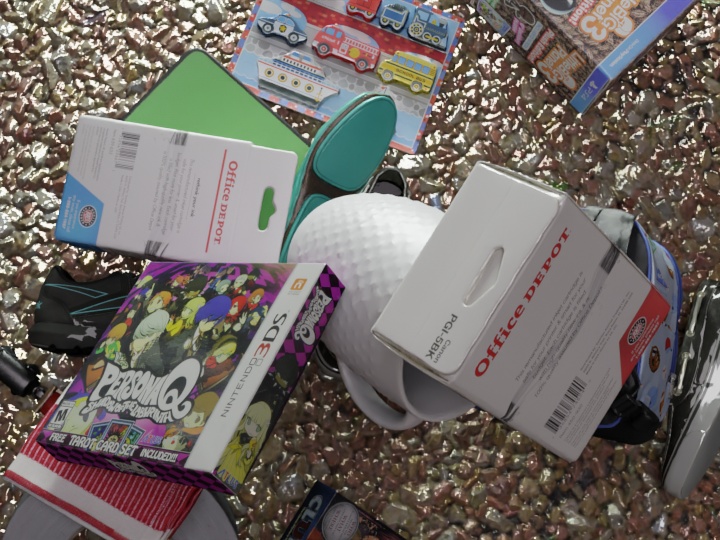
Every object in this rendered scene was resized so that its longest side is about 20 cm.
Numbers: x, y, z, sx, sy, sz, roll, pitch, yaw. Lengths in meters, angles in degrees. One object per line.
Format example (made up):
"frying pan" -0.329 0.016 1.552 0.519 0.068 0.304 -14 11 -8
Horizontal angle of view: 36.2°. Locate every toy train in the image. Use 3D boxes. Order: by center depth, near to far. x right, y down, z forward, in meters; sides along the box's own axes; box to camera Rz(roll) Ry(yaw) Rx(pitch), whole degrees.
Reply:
"toy train" -0.254 0.130 0.973 0.200 0.046 0.034 37 78 3

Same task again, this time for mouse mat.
"mouse mat" -0.137 -0.095 1.043 0.200 0.008 0.161 42 82 2

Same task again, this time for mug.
"mug" 0.025 0.038 0.898 0.148 0.200 0.175 -18 36 -37

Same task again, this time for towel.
"towel" -0.172 0.117 0.892 0.144 0.023 0.200 26 59 12

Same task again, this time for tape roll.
"tape roll" -0.199 0.246 0.920 0.200 0.066 0.201 -1 93 -9

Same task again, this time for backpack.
"backpack" 0.192 0.044 0.955 0.200 0.154 0.191 7 81 35

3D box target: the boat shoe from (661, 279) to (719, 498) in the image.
"boat shoe" 0.308 0.107 1.011 0.064 0.071 0.200 19 86 32

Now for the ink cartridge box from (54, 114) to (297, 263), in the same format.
"ink cartridge box" -0.160 -0.063 0.995 0.200 0.067 0.116 10 83 3

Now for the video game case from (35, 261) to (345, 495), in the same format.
"video game case" -0.129 0.072 0.831 0.036 0.200 0.181 53 53 -37

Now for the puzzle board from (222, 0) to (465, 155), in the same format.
"puzzle board" -0.014 -0.215 1.077 0.200 0.017 0.151 21 78 0

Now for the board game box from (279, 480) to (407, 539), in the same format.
"board game box" -0.038 0.297 0.930 0.135 0.035 0.200 40 76 -31

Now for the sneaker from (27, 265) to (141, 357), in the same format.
"sneaker" -0.193 0.040 0.982 0.200 0.075 0.079 6 76 -4

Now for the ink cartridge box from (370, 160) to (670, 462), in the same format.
"ink cartridge box" 0.120 0.034 0.789 0.083 0.200 0.147 31 87 42

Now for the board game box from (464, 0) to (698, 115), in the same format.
"board game box" 0.210 -0.285 1.067 0.159 0.097 0.200 -44 85 -11

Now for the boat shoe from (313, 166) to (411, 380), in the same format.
"boat shoe" 0.000 0.000 1.011 0.071 0.064 0.200 14 78 -1

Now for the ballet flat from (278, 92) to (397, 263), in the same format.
"ballet flat" -0.038 -0.078 1.006 0.067 0.070 0.200 28 89 -31
